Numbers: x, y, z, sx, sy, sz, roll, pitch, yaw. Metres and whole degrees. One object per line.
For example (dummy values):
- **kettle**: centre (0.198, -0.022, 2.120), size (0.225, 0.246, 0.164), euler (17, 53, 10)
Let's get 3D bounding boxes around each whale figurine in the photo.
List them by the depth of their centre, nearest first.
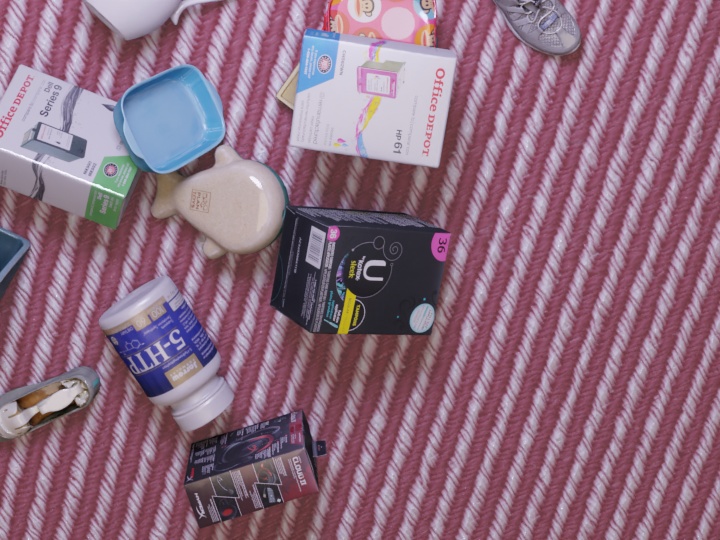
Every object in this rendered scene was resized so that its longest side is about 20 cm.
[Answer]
- **whale figurine**: centre (-0.192, -0.096, 1.542), size (0.199, 0.104, 0.160), euler (9, 98, 18)

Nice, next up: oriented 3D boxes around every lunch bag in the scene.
- **lunch bag**: centre (0.017, -0.281, 1.482), size (0.175, 0.082, 0.202), euler (-2, 104, -4)

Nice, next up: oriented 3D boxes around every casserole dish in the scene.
- **casserole dish**: centre (-0.258, -0.200, 1.475), size (0.039, 0.200, 0.122), euler (-15, 106, 35)

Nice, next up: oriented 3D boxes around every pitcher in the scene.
- **pitcher**: centre (-0.255, -0.388, 1.458), size (0.200, 0.121, 0.172), euler (-48, 117, -4)

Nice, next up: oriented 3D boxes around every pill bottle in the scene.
- **pill bottle**: centre (-0.268, 0.121, 1.562), size (0.119, 0.120, 0.201), euler (-31, 103, 3)

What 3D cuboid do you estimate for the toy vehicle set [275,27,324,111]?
- **toy vehicle set**: centre (-0.011, -0.286, 1.535), size (0.124, 0.027, 0.200), euler (36, 98, -11)

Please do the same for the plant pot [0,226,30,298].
- **plant pot**: centre (-0.595, 0.034, 1.487), size (0.195, 0.197, 0.201), euler (27, 108, -10)

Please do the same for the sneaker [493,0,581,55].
- **sneaker**: centre (0.224, -0.366, 1.506), size (0.200, 0.082, 0.075), euler (39, 97, -11)

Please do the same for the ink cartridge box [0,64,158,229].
- **ink cartridge box**: centre (-0.390, -0.165, 1.469), size (0.199, 0.084, 0.147), euler (21, 56, -9)

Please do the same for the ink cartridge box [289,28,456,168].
- **ink cartridge box**: centre (0.016, -0.222, 1.418), size (0.198, 0.085, 0.146), euler (7, 106, -4)

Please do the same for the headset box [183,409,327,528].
- **headset box**: centre (-0.145, 0.280, 1.592), size (0.199, 0.149, 0.076), euler (-18, 105, -1)

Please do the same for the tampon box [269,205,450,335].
- **tampon box**: centre (0.000, 0.000, 1.514), size (0.199, 0.126, 0.151), euler (2, 105, -32)

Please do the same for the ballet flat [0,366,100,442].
- **ballet flat**: centre (-0.471, 0.198, 1.592), size (0.199, 0.064, 0.068), euler (-26, 103, 2)
